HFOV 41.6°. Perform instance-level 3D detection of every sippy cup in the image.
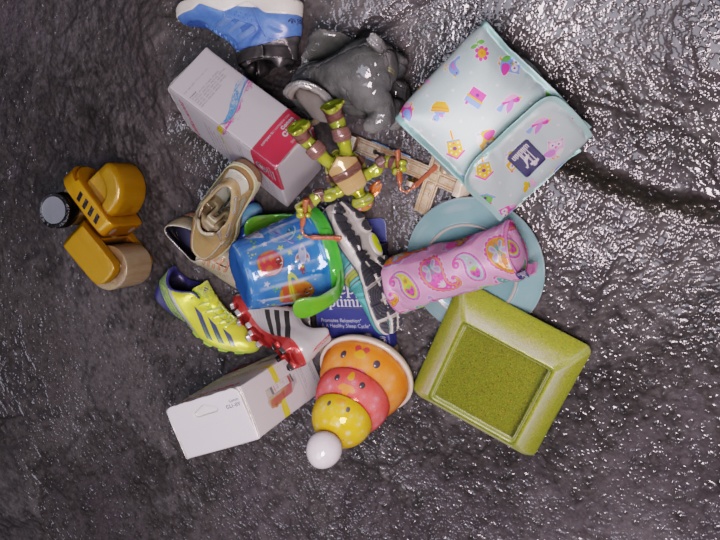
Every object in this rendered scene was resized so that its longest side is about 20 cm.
[{"bbox_3d":[-0.108,-0.009,1.309,0.178,0.130,0.140,-173,67,-70],"label":"sippy cup"}]

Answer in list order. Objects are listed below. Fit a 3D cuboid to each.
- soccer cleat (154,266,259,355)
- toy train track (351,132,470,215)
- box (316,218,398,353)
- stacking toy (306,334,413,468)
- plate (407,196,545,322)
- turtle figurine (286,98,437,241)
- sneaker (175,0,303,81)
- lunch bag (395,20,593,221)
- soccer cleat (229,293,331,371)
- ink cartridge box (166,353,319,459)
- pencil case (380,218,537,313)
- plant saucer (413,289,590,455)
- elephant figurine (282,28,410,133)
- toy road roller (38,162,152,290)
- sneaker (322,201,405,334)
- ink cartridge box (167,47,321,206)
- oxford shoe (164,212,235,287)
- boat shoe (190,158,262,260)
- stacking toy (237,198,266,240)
[{"bbox_3d":[-0.240,0.064,1.495,0.200,0.065,0.084,30,111,17],"label":"soccer cleat"},{"bbox_3d":[0.060,-0.145,1.314,0.200,0.033,0.115,25,112,17],"label":"toy train track"},{"bbox_3d":[-0.013,0.026,1.395,0.121,0.032,0.201,-1,102,26],"label":"box"},{"bbox_3d":[-0.019,0.201,1.332,0.146,0.200,0.146,13,131,15],"label":"stacking toy"},{"bbox_3d":[0.153,-0.001,1.303,0.199,0.026,0.201,8,112,22],"label":"plate"},{"bbox_3d":[-0.014,-0.140,1.232,0.199,0.064,0.162,-25,115,9],"label":"turtle figurine"},{"bbox_3d":[-0.177,-0.330,1.357,0.199,0.077,0.112,5,96,18],"label":"sneaker"},{"bbox_3d":[0.169,-0.184,1.198,0.170,0.122,0.200,-44,91,11],"label":"lunch bag"},{"bbox_3d":[-0.122,0.080,1.419,0.200,0.085,0.069,31,146,47],"label":"soccer cleat"},{"bbox_3d":[-0.170,0.194,1.416,0.145,0.200,0.084,-21,94,28],"label":"ink cartridge box"},{"bbox_3d":[0.127,-0.002,1.252,0.199,0.087,0.088,-16,95,27],"label":"pencil case"},{"bbox_3d":[0.183,0.146,1.303,0.199,0.048,0.200,28,119,12],"label":"plant saucer"},{"bbox_3d":[-0.043,-0.248,1.276,0.199,0.141,0.156,6,111,20],"label":"elephant figurine"},{"bbox_3d":[-0.393,-0.082,1.503,0.146,0.123,0.200,-40,83,17],"label":"toy road roller"},{"bbox_3d":[0.000,0.000,1.336,0.080,0.077,0.200,-34,79,46],"label":"sneaker"},{"bbox_3d":[-0.158,-0.200,1.335,0.200,0.148,0.086,40,80,12],"label":"ink cartridge box"},{"bbox_3d":[-0.218,-0.014,1.458,0.200,0.074,0.071,32,113,14],"label":"oxford shoe"},{"bbox_3d":[-0.207,-0.073,1.333,0.072,0.076,0.200,34,135,3],"label":"boat shoe"},{"bbox_3d":[-0.148,-0.037,1.419,0.085,0.085,0.200,-42,87,28],"label":"stacking toy"}]
